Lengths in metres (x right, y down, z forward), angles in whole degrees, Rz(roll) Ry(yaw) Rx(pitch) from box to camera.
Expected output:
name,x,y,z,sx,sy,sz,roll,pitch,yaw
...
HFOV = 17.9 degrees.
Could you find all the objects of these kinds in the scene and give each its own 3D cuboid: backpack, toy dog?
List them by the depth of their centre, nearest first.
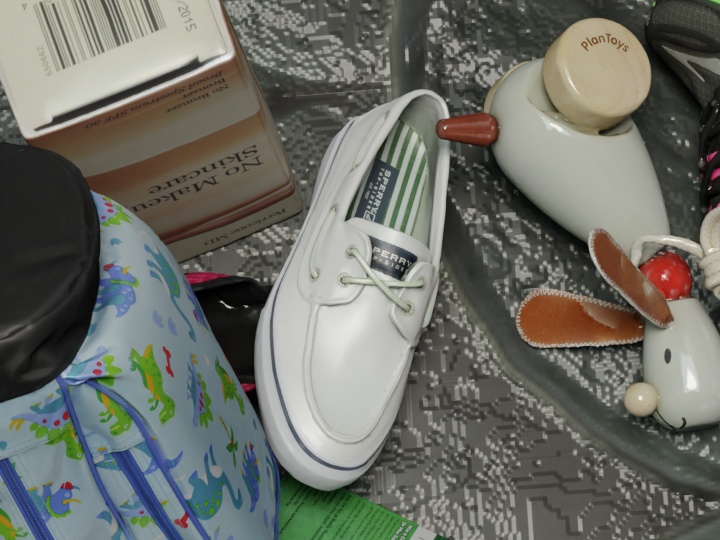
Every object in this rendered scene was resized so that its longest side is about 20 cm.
name,x,y,z,sx,sy,sz,roll,pitch,yaw
backpack,-0.114,0.064,0.945,0.152,0.201,0.164,-7,32,-2
toy dog,0.101,-0.020,1.058,0.096,0.132,0.201,-18,60,-23

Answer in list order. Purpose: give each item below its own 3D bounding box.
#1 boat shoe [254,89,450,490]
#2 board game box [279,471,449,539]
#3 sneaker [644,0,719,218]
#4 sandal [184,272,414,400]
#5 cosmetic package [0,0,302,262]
name,x,y,z,sx,sy,sz,roll,pitch,yaw
boat shoe,0.000,0.000,1.051,0.073,0.067,0.201,20,56,-20
board game box,-0.029,0.167,0.995,0.104,0.024,0.200,24,38,14
sneaker,0.190,-0.051,1.072,0.083,0.077,0.201,-30,71,-7
sandal,-0.067,0.031,1.058,0.198,0.045,0.076,-7,71,-18
cosmetic package,-0.098,-0.078,1.050,0.103,0.200,0.088,-22,72,1
